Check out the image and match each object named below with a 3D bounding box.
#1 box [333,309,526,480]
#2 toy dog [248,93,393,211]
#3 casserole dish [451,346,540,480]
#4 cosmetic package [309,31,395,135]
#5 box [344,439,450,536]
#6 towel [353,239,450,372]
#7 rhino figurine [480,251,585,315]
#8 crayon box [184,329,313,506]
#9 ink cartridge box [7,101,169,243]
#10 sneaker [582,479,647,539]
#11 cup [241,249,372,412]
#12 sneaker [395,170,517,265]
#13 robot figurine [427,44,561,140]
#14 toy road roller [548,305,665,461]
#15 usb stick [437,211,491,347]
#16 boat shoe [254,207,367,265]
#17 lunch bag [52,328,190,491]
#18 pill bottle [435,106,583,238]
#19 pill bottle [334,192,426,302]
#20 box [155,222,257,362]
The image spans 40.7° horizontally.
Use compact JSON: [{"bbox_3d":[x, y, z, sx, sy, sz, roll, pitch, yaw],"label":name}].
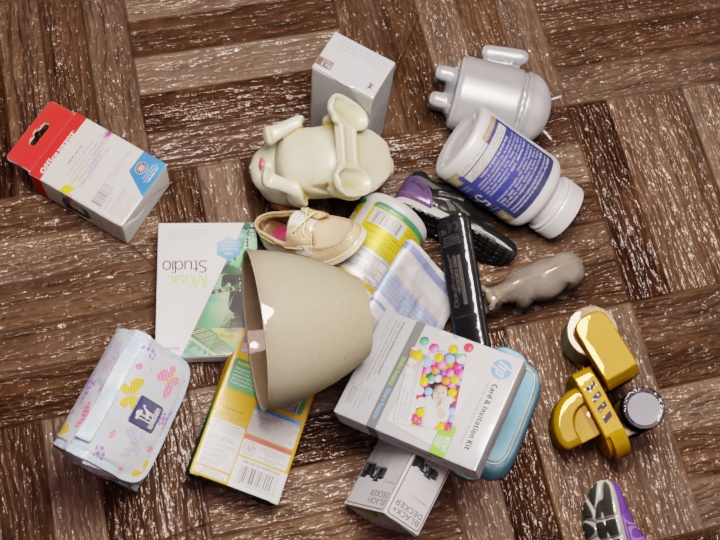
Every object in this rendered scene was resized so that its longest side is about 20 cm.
[{"bbox_3d":[0.088,0.153,1.227,0.199,0.041,0.157,20,68,23],"label":"box"},{"bbox_3d":[-0.069,-0.155,1.380,0.199,0.193,0.141,-10,88,34],"label":"toy dog"},{"bbox_3d":[0.181,0.194,1.350,0.120,0.039,0.201,25,71,5],"label":"casserole dish"},{"bbox_3d":[-0.015,-0.246,1.404,0.101,0.200,0.074,29,70,5],"label":"cosmetic package"},{"bbox_3d":[0.071,0.239,1.275,0.060,0.116,0.201,37,70,-19],"label":"box"},{"bbox_3d":[0.060,0.074,1.341,0.024,0.147,0.201,11,63,46],"label":"towel"},{"bbox_3d":[0.233,0.026,1.389,0.198,0.088,0.060,-20,72,-10],"label":"rhino figurine"},{"bbox_3d":[-0.139,0.197,1.298,0.125,0.052,0.201,23,70,-11],"label":"crayon box"},{"bbox_3d":[-0.392,-0.144,1.403,0.199,0.067,0.117,30,70,6],"label":"ink cartridge box"},{"bbox_3d":[0.362,0.375,1.294,0.083,0.081,0.202,-14,79,-27],"label":"sneaker"},{"bbox_3d":[-0.065,0.067,1.214,0.142,0.200,0.202,-7,71,-13],"label":"cup"},{"bbox_3d":[0.149,-0.086,1.432,0.199,0.076,0.088,27,64,5],"label":"sneaker"},{"bbox_3d":[0.203,-0.257,1.474,0.198,0.113,0.171,15,97,0],"label":"robot figurine"},{"bbox_3d":[0.311,0.165,1.332,0.145,0.123,0.201,-26,75,-2],"label":"toy road roller"},{"bbox_3d":[0.144,0.021,1.351,0.032,0.055,0.202,3,75,-46],"label":"usb stick"},{"bbox_3d":[-0.077,-0.051,1.335,0.069,0.199,0.074,49,58,-32],"label":"boat shoe"},{"bbox_3d":[-0.297,0.178,1.225,0.126,0.200,0.171,23,69,4],"label":"lunch bag"},{"bbox_3d":[0.221,-0.136,1.414,0.199,0.120,0.120,33,69,-13],"label":"pill bottle"},{"bbox_3d":[0.000,0.000,1.363,0.112,0.113,0.201,31,70,6],"label":"pill bottle"},{"bbox_3d":[-0.217,0.030,1.373,0.143,0.036,0.202,-1,72,-6],"label":"box"}]
